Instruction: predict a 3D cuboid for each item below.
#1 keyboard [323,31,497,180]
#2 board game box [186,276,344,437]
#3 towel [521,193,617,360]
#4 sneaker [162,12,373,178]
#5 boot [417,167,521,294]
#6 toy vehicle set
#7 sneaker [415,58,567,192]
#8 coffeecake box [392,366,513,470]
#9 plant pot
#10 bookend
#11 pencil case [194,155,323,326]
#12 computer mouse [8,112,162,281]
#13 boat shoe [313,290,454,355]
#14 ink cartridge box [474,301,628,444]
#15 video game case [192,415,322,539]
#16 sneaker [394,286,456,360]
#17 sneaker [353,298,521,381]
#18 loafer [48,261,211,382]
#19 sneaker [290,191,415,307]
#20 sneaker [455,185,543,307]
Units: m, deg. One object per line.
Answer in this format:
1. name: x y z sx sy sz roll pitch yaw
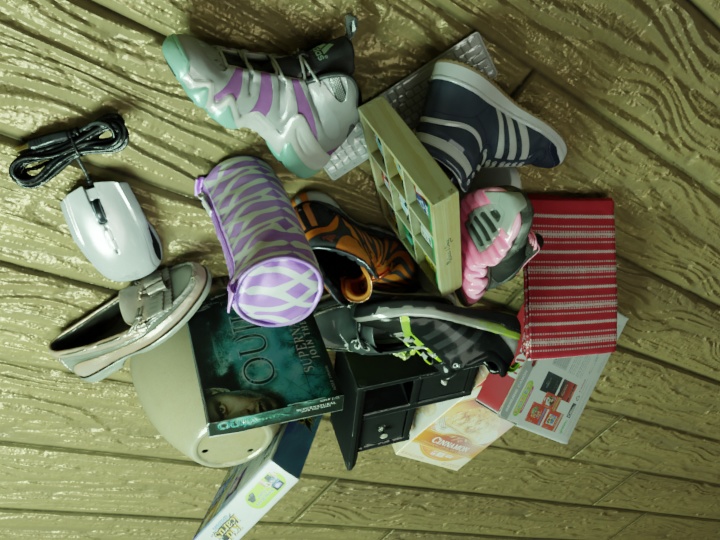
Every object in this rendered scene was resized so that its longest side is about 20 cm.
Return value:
1. keyboard: 0.042 -0.163 0.744 0.200 0.011 0.056 -32 138 8
2. board game box: -0.110 0.077 0.778 0.135 0.200 0.028 -10 133 -16
3. towel: 0.257 0.006 0.913 0.144 0.022 0.200 -2 91 -24
4. sneaker: -0.062 -0.177 0.642 0.140 0.078 0.200 -41 145 16
5. boot: 0.151 -0.047 0.877 0.095 0.074 0.200 -1 142 -32
6. toy vehicle set: 0.054 -0.064 0.728 0.026 0.124 0.200 -31 154 -6
7. sneaker: 0.126 -0.117 0.741 0.200 0.070 0.109 23 87 -40
8. coffeecake box: 0.160 0.210 1.131 0.153 0.073 0.200 26 118 -40
9. plant pot: -0.164 0.152 0.880 0.200 0.135 0.200 -13 138 -12
10. bookend: 0.067 0.168 1.032 0.198 0.092 0.200 -9 137 -16
11. pencil case: -0.097 -0.034 0.680 0.085 0.200 0.084 5 121 -26
12. computer mouse: -0.241 -0.050 0.706 0.110 0.044 0.200 -20 138 -5
13. boat shoe: 0.021 0.064 0.862 0.199 0.066 0.075 1 101 -7
14. ink cartridge box: 0.251 0.115 1.009 0.175 0.084 0.200 27 90 -41
15. video game case: -0.120 0.243 0.954 0.045 0.200 0.181 38 116 -7
16. sneaker: 0.033 0.072 0.925 0.200 0.076 0.075 -12 148 -10
17. sneaker: 0.088 0.078 0.802 0.200 0.072 0.083 9 86 -15
18. loafer: -0.248 0.052 0.790 0.200 0.072 0.063 -36 134 17
19. sneaker: 0.000 0.000 0.814 0.200 0.112 0.078 26 119 -42
20. sneaker: 0.150 -0.033 0.765 0.095 0.079 0.200 -16 160 -12
